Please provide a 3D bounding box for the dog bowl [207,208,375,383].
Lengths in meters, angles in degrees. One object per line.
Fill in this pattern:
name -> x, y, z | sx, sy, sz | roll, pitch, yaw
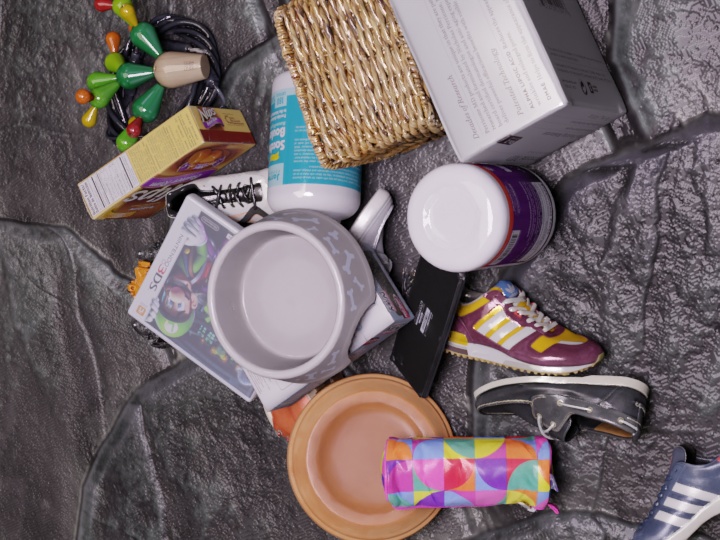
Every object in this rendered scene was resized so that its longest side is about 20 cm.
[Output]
dog bowl -> -0.084, 0.031, 1.493 | 0.200, 0.059, 0.200 | 2, 95, 25

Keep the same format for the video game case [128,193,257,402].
video game case -> -0.171, 0.034, 1.639 | 0.200, 0.023, 0.182 | 35, 111, 12

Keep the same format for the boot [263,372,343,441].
boot -> -0.054, 0.197, 1.633 | 0.107, 0.075, 0.200 | -33, 75, 36

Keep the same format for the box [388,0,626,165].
box -> 0.159, -0.227, 1.409 | 0.131, 0.199, 0.200 | -27, 80, 28

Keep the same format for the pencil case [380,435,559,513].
pencil case -> 0.122, 0.227, 1.488 | 0.200, 0.088, 0.089 | 1, 94, 4

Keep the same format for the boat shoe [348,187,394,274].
boat shoe -> 0.000, 0.000, 1.591 | 0.068, 0.072, 0.200 | 27, 98, 0

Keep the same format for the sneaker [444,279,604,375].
sneaker -> 0.176, 0.059, 1.489 | 0.200, 0.075, 0.090 | 8, 102, 27

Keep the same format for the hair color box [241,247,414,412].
hair color box -> -0.047, 0.069, 1.544 | 0.200, 0.061, 0.099 | -37, 76, 24

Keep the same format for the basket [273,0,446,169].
basket -> 0.013, -0.228, 1.517 | 0.149, 0.143, 0.200 | -20, 87, 22

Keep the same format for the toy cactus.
toy cactus -> -0.273, -0.253, 1.667 | 0.165, 0.102, 0.200 | -4, 77, 17

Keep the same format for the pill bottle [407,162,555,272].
pill bottle -> 0.139, -0.058, 1.430 | 0.112, 0.200, 0.113 | 2, 94, 28

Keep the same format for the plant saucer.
plant saucer -> 0.014, 0.218, 1.552 | 0.200, 0.037, 0.200 | 0, 81, -3

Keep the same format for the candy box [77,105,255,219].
candy box -> -0.244, -0.133, 1.684 | 0.200, 0.117, 0.057 | -29, 79, 28

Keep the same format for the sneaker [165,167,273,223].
sneaker -> -0.154, -0.087, 1.660 | 0.200, 0.080, 0.074 | -11, 86, 27

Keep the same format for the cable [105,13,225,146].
cable -> -0.267, -0.236, 1.727 | 0.200, 0.051, 0.163 | -29, 79, 28

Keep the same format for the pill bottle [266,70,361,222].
pill bottle -> -0.053, -0.129, 1.565 | 0.111, 0.111, 0.200 | -2, 81, 29

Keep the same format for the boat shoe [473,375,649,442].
boat shoe -> 0.215, 0.154, 1.468 | 0.200, 0.072, 0.068 | -1, 68, 28

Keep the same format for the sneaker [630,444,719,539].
sneaker -> 0.339, 0.236, 1.415 | 0.200, 0.075, 0.085 | -39, 76, 15

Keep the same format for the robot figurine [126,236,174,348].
robot figurine -> -0.211, 0.035, 1.709 | 0.200, 0.058, 0.145 | 9, 97, 27

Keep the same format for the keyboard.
keyboard -> 0.081, 0.045, 1.524 | 0.104, 0.040, 0.200 | 53, 142, 36
